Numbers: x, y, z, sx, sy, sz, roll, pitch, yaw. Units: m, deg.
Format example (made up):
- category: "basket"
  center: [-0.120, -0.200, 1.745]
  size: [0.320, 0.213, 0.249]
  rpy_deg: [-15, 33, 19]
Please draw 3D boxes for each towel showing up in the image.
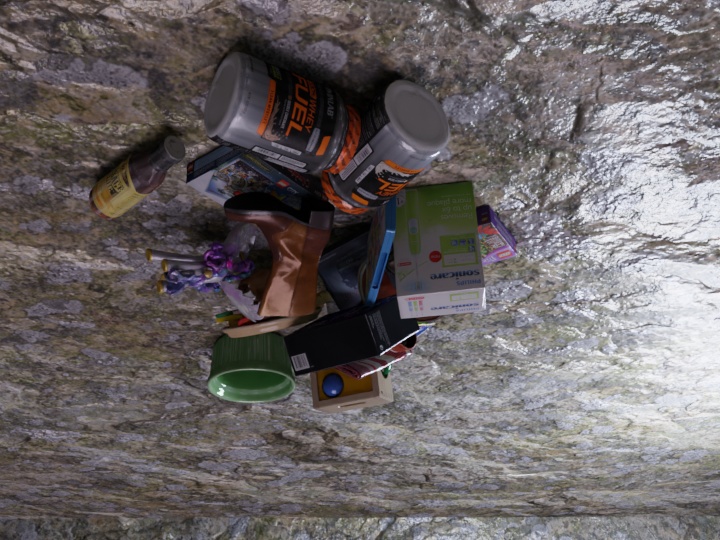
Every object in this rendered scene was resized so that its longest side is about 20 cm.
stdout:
- category: "towel"
  center: [-0.003, 0.155, 1.751]
  size: [0.142, 0.023, 0.198]
  rpy_deg: [23, -159, 28]

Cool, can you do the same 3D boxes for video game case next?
- category: "video game case"
  center: [0.000, 0.000, 1.658]
  size: [0.141, 0.019, 0.201]
  rpy_deg: [-27, 143, 0]
- category: "video game case"
  center: [0.033, -0.057, 1.464]
  size: [0.017, 0.146, 0.202]
  rpy_deg: [7, 142, -6]

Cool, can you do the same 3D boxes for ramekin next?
- category: "ramekin"
  center: [-0.243, 0.214, 1.998]
  size: [0.195, 0.100, 0.201]
  rpy_deg: [-2, 151, -1]

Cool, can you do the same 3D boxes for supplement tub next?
- category: "supplement tub"
  center: [-0.105, -0.208, 1.227]
  size: [0.197, 0.125, 0.122]
  rpy_deg: [15, 147, -31]
- category: "supplement tub"
  center: [0.030, -0.172, 1.305]
  size: [0.120, 0.125, 0.200]
  rpy_deg: [13, 148, -28]

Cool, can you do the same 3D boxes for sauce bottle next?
- category: "sauce bottle"
  center: [-0.343, -0.146, 1.380]
  size: [0.198, 0.067, 0.065]
  rpy_deg: [-30, 142, 35]

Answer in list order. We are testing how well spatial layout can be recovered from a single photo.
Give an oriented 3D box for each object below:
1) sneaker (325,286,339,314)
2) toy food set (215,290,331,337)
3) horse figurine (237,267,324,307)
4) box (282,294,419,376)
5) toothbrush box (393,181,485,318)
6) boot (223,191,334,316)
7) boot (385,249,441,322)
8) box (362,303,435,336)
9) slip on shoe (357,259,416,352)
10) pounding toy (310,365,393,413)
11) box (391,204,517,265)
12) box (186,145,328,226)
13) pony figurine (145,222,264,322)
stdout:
- category: "sneaker"
  center: [-0.030, 0.064, 1.786]
  size: [0.079, 0.077, 0.201]
  rpy_deg: [-9, 152, -7]
- category: "toy food set"
  center: [-0.163, 0.083, 1.650]
  size: [0.197, 0.050, 0.196]
  rpy_deg: [-10, -178, 43]
- category: "horse figurine"
  center: [-0.154, 0.029, 1.721]
  size: [0.195, 0.051, 0.134]
  rpy_deg: [-4, 144, 9]
- category: "box"
  center: [-0.017, 0.111, 1.573]
  size: [0.197, 0.081, 0.140]
  rpy_deg: [-18, -178, 37]
- category: "toothbrush box"
  center: [0.126, -0.035, 1.482]
  size: [0.142, 0.204, 0.087]
  rpy_deg: [-5, 152, 6]
- category: "boot"
  center: [-0.144, -0.022, 1.451]
  size: [0.184, 0.069, 0.204]
  rpy_deg: [0, 120, -28]
- category: "boot"
  center: [0.098, 0.020, 1.646]
  size: [0.198, 0.066, 0.185]
  rpy_deg: [24, 142, -35]
- category: "box"
  center: [0.063, 0.100, 1.785]
  size: [0.070, 0.065, 0.198]
  rpy_deg: [-38, 158, 30]
- category: "slip on shoe"
  center: [0.053, 0.065, 1.647]
  size: [0.060, 0.074, 0.203]
  rpy_deg: [6, 127, 48]
- category: "pounding toy"
  center: [-0.012, 0.191, 1.922]
  size: [0.196, 0.189, 0.142]
  rpy_deg: [-13, 162, 18]
- category: "box"
  center: [0.172, -0.044, 1.637]
  size: [0.196, 0.040, 0.137]
  rpy_deg: [-18, 149, 24]
- category: "box"
  center: [-0.162, -0.136, 1.438]
  size: [0.135, 0.039, 0.199]
  rpy_deg: [-22, 146, 30]
- category: "pony figurine"
  center: [-0.251, -0.004, 1.541]
  size: [0.196, 0.171, 0.192]
  rpy_deg: [-5, -167, -28]
